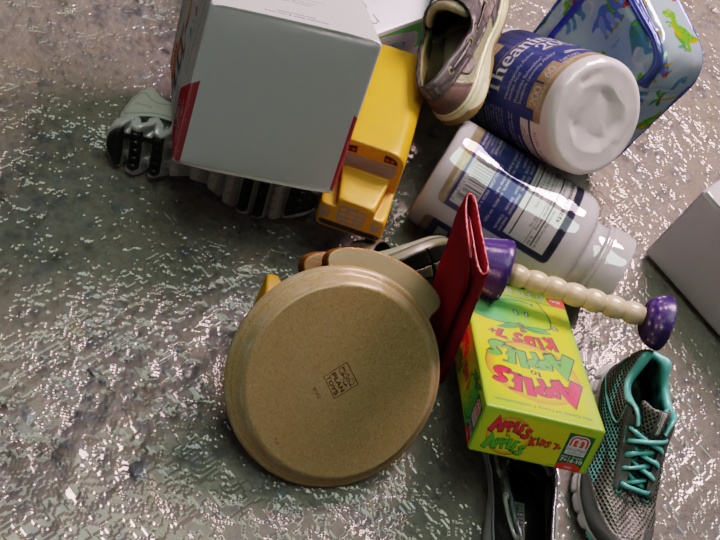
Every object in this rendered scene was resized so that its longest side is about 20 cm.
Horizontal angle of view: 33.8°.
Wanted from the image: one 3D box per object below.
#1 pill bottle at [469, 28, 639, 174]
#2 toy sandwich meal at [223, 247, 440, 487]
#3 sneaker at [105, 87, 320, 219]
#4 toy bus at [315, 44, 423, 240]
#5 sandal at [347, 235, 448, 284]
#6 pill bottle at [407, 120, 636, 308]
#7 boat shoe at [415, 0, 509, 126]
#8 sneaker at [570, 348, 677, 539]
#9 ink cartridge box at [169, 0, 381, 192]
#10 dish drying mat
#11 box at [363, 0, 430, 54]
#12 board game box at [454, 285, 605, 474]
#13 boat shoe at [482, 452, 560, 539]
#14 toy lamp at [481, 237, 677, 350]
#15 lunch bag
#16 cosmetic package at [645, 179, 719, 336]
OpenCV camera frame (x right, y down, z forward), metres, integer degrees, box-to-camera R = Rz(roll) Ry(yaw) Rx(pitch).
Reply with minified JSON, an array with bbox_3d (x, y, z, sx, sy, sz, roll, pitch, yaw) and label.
[{"bbox_3d":[0.165,-0.172,1.149,0.111,0.111,0.200,-13,27,-27],"label":"pill bottle"},{"bbox_3d":[-0.025,0.077,0.983,0.205,0.070,0.206,-3,100,-19],"label":"toy sandwich meal"},{"bbox_3d":[-0.127,-0.111,1.086,0.200,0.075,0.081,21,46,-8],"label":"sneaker"},{"bbox_3d":[0.014,-0.119,1.095,0.065,0.078,0.200,19,44,-3],"label":"toy bus"},{"bbox_3d":[-0.001,-0.001,1.062,0.201,0.080,0.057,-12,51,-27],"label":"sandal"},{"bbox_3d":[0.155,-0.046,1.125,0.200,0.111,0.111,32,54,0],"label":"pill bottle"},{"bbox_3d":[0.094,-0.235,1.123,0.065,0.073,0.200,38,49,-44],"label":"boat shoe"},{"bbox_3d":[0.238,0.154,1.045,0.077,0.091,0.200,15,56,-11],"label":"sneaker"},{"bbox_3d":[-0.083,-0.188,1.032,0.144,0.146,0.200,10,31,-16],"label":"ink cartridge box"},{"bbox_3d":[0.076,0.021,0.999,0.018,0.200,0.077,-2,60,-8],"label":"dish drying mat"},{"bbox_3d":[0.001,-0.289,1.228,0.200,0.097,0.177,-25,69,-33],"label":"box"},{"bbox_3d":[0.137,0.084,1.023,0.101,0.048,0.200,14,29,-10],"label":"board game box"},{"bbox_3d":[0.139,0.162,1.015,0.073,0.068,0.200,18,53,-10],"label":"boat shoe"},{"bbox_3d":[0.178,0.017,1.057,0.200,0.058,0.058,19,55,-5],"label":"toy lamp"},{"bbox_3d":[0.241,-0.210,1.206,0.082,0.200,0.161,-3,62,-30],"label":"lunch bag"},{"bbox_3d":[0.440,-0.015,1.208,0.199,0.123,0.200,-30,75,-32],"label":"cosmetic package"}]
